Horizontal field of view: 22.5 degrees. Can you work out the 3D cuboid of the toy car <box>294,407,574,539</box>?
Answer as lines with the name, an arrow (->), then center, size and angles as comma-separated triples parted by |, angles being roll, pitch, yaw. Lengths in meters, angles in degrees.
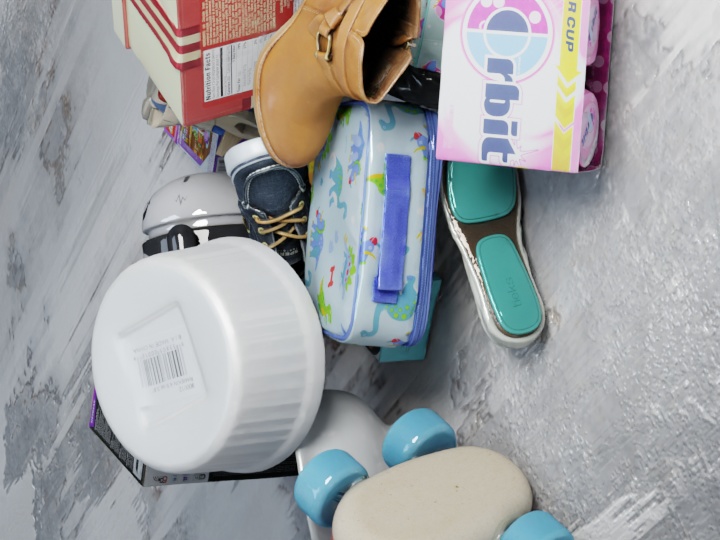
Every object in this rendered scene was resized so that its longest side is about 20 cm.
toy car -> 0.055, 0.255, 1.478 | 0.184, 0.176, 0.201 | 38, 138, 40

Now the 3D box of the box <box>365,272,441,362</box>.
box -> 0.000, 0.000, 1.658 | 0.200, 0.049, 0.083 | 45, 130, 51

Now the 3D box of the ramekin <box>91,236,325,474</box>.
ramekin -> -0.134, 0.074, 1.511 | 0.199, 0.097, 0.203 | 3, 95, 39

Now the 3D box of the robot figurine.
robot figurine -> -0.140, 0.010, 1.681 | 0.150, 0.124, 0.202 | -18, 78, 60

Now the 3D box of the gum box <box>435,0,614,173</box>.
gum box -> 0.125, -0.179, 1.349 | 0.113, 0.066, 0.202 | 7, 100, 23

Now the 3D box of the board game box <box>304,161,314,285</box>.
board game box -> -0.076, -0.031, 1.718 | 0.095, 0.030, 0.202 | 41, 129, 53

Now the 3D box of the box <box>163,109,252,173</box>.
box -> -0.155, -0.214, 1.931 | 0.137, 0.039, 0.202 | 45, 130, 49

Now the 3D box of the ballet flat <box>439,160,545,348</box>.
ballet flat -> 0.101, -0.029, 1.470 | 0.069, 0.069, 0.202 | -38, 61, 55

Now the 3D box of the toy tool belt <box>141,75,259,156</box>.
toy tool belt -> -0.130, -0.171, 1.681 | 0.200, 0.122, 0.126 | -139, 65, -76

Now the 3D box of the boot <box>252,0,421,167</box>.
boot -> -0.013, -0.152, 1.395 | 0.155, 0.076, 0.202 | 45, 121, 55

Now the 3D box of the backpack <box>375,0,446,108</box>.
backpack -> 0.062, -0.237, 1.454 | 0.167, 0.126, 0.202 | 33, 117, 59

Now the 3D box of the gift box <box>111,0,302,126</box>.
gift box -> -0.105, -0.251, 1.533 | 0.187, 0.199, 0.186 | 53, 148, 40

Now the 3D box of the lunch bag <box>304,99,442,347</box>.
lunch bag -> 0.012, -0.038, 1.484 | 0.161, 0.082, 0.202 | -171, 85, -75

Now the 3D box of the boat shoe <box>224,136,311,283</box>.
boat shoe -> -0.067, -0.048, 1.560 | 0.200, 0.070, 0.092 | 76, 180, -75

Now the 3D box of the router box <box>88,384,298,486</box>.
router box -> -0.148, 0.155, 1.782 | 0.149, 0.198, 0.052 | 35, 120, 56

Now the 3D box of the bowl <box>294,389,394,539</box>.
bowl -> -0.002, 0.190, 1.597 | 0.201, 0.090, 0.203 | -11, -90, -89
